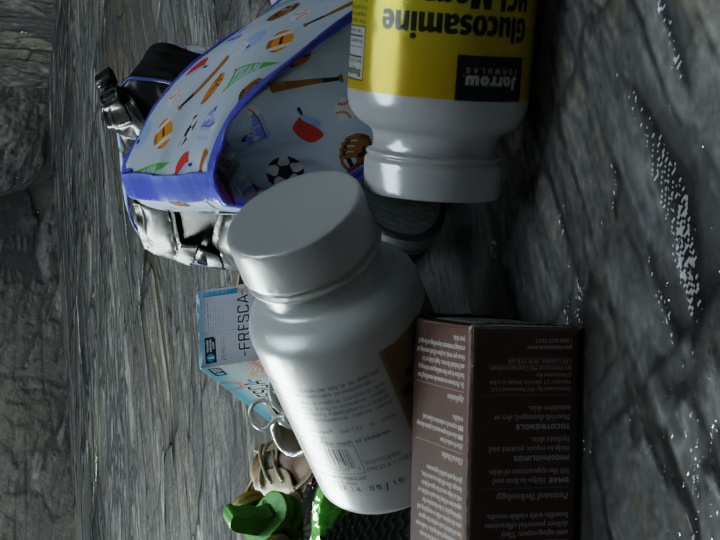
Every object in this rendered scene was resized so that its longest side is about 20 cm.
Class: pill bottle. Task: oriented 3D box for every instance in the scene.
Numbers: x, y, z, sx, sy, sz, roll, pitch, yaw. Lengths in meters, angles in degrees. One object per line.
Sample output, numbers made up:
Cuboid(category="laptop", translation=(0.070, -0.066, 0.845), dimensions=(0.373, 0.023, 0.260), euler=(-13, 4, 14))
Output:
Cuboid(category="pill bottle", translation=(-0.007, 0.044, 1.020), dimensions=(0.115, 0.114, 0.201), euler=(-120, 6, -60))
Cuboid(category="pill bottle", translation=(0.050, -0.146, 0.973), dimensions=(0.112, 0.111, 0.202), euler=(-146, 58, -70))

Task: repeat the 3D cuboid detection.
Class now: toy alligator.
Cuboid(category="toy alligator", translation=(-0.053, 0.224, 1.339), dimensions=(0.059, 0.054, 0.200), euler=(55, 180, 37))

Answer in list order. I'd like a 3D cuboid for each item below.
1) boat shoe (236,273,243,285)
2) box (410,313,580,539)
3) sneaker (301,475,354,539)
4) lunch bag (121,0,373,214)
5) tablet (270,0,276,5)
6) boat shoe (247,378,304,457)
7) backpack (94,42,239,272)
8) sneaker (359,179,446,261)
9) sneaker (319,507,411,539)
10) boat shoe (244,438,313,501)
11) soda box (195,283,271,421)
Cuboid(category="boat shoe", translation=(-0.103, 0.006, 1.566), dimensions=(0.073, 0.063, 0.203), euler=(-147, 59, -70))
Cuboid(category="box", translation=(0.076, 0.129, 0.942), dimensions=(0.100, 0.074, 0.202), euler=(-174, 87, -73))
Cuboid(category="sneaker", translation=(-0.012, 0.165, 1.231), dimensions=(0.201, 0.076, 0.084), euler=(111, 150, -47))
Cuboid(category="lunch bag", translation=(-0.055, -0.103, 1.108), dimensions=(0.170, 0.200, 0.124), euler=(5, 127, 60))
Cuboid(category="tablet", translation=(-0.084, -0.272, 1.456), dimensions=(0.131, 0.014, 0.201), euler=(-107, -3, -46))
Cuboid(category="boat shoe", translation=(-0.039, 0.090, 1.173), dimensions=(0.075, 0.086, 0.202), euler=(48, 158, 9))
Cuboid(category="backpack", translation=(-0.129, -0.100, 1.460), dimensions=(0.154, 0.198, 0.192), euler=(-55, -21, -56))
Cuboid(category="sneaker", translation=(0.001, 0.000, 1.172), dimensions=(0.202, 0.076, 0.147), euler=(-118, 40, -69))
Cuboid(category="sneaker", translation=(0.011, 0.230, 1.178), dimensions=(0.200, 0.090, 0.070), euler=(-39, 29, 36))
Cuboid(category="boat shoe", translation=(-0.057, 0.175, 1.367), dimensions=(0.200, 0.073, 0.076), euler=(116, 161, -55))
Cuboid(category="soda box", translation=(-0.071, 0.068, 1.306), dimensions=(0.200, 0.068, 0.064), euler=(55, -152, -69))
